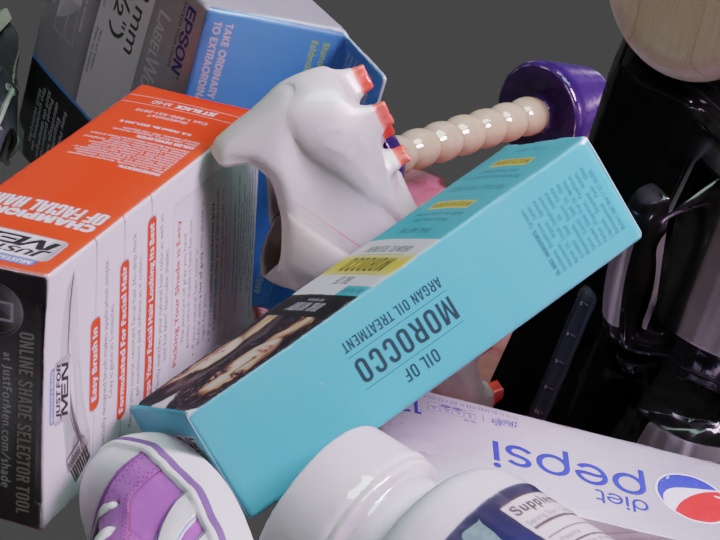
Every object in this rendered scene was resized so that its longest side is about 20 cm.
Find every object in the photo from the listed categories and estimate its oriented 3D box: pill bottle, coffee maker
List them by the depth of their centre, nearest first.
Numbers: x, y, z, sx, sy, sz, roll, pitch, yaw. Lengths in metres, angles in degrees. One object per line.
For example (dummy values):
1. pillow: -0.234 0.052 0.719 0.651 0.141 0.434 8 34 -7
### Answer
1. pill bottle: 0.059 0.143 1.039 0.200 0.111 0.111 33 31 24
2. coffee maker: 0.143 -0.003 1.251 0.134 0.201 0.192 12 29 -16

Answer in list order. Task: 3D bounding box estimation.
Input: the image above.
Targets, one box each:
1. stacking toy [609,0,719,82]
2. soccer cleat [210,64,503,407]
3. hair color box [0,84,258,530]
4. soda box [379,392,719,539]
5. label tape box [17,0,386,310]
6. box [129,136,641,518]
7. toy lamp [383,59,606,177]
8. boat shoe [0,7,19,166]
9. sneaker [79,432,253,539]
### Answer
1. stacking toy: 0.195 -0.129 1.216 0.085 0.086 0.200 38 29 31
2. soccer cleat: 0.000 0.000 1.217 0.077 0.200 0.069 -26 34 -1
3. hair color box: -0.109 0.010 1.162 0.064 0.111 0.200 12 25 17
4. soda box: 0.092 0.110 1.166 0.199 0.064 0.068 14 29 -10
5. label tape box: -0.079 -0.073 1.292 0.066 0.144 0.200 -2 32 -33
6. box: 0.010 0.021 1.130 0.200 0.049 0.082 -35 11 -18
7. toy lamp: 0.061 -0.074 1.479 0.058 0.058 0.200 37 33 30
8. boat shoe: -0.195 -0.067 1.331 0.063 0.072 0.200 59 16 -17
9. sneaker: -0.094 0.127 1.020 0.114 0.073 0.201 -1 32 -23
